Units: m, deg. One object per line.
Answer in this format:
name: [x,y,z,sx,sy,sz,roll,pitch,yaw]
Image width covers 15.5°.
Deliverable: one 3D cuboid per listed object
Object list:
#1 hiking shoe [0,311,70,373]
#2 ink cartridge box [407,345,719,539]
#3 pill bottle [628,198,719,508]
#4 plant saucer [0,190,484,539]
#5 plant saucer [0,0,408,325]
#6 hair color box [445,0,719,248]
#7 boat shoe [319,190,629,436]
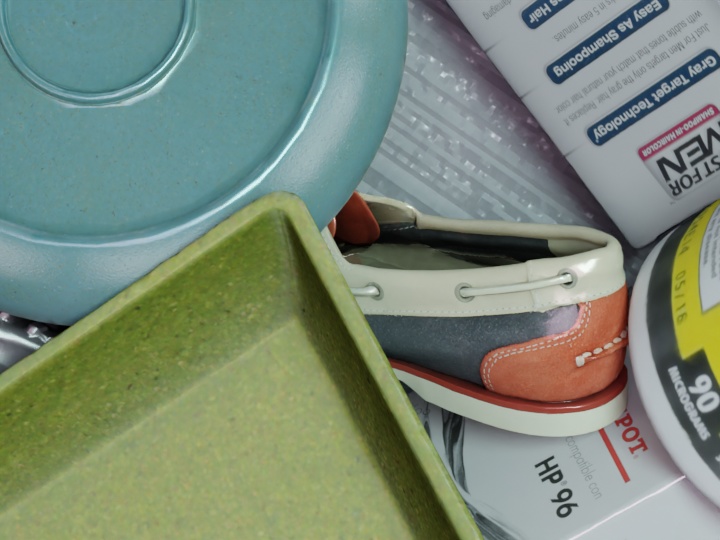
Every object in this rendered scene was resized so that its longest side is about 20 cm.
hiking shoe: [-0.143,0.046,0.902,0.200,0.076,0.101,23,107,-31]
ink cartridge box: [0.058,0.084,0.893,0.199,0.116,0.068,-28,123,3]
pill bottle: [0.182,-0.004,0.783,0.114,0.114,0.200,49,136,-3]
plant saucer: [-0.049,0.111,0.822,0.200,0.048,0.200,-34,70,14]
plant saucer: [-0.084,-0.083,0.851,0.199,0.027,0.201,0,81,1]
hair color box: [0.077,-0.117,0.887,0.200,0.060,0.100,53,139,-4]
boat shoe: [0.000,0.000,0.885,0.199,0.071,0.063,15,125,29]
